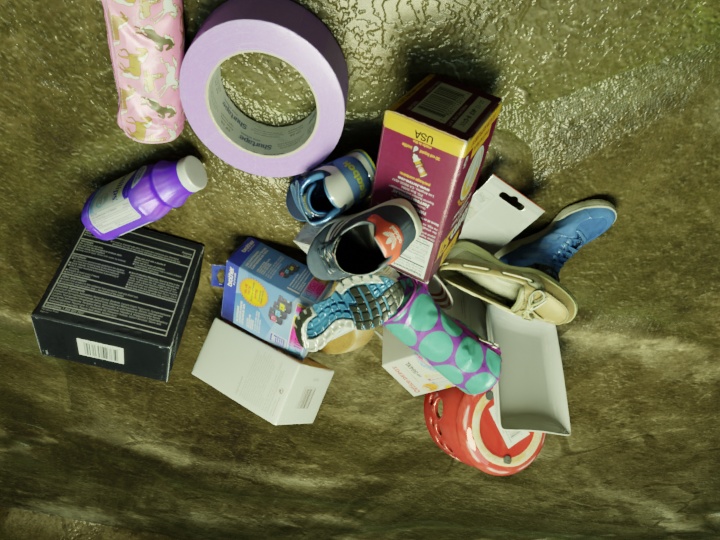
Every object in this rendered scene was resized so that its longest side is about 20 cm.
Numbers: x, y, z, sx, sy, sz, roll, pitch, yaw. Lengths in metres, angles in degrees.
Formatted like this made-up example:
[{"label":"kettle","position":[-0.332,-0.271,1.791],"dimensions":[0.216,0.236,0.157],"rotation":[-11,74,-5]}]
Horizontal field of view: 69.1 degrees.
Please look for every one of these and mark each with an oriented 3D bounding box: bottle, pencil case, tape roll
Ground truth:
[{"label":"bottle","position":[-0.310,-0.108,0.752],"dimensions":[0.195,0.085,0.066],"rotation":[-17,134,23]},{"label":"pencil case","position":[-0.245,-0.244,0.598],"dimensions":[0.084,0.084,0.203],"rotation":[10,139,-6]},{"label":"tape roll","position":[-0.113,-0.214,0.632],"dimensions":[0.193,0.067,0.203],"rotation":[3,137,3]},{"label":"pencil case","position":[0.118,0.093,0.763],"dimensions":[0.198,0.086,0.092],"rotation":[38,111,-19]}]

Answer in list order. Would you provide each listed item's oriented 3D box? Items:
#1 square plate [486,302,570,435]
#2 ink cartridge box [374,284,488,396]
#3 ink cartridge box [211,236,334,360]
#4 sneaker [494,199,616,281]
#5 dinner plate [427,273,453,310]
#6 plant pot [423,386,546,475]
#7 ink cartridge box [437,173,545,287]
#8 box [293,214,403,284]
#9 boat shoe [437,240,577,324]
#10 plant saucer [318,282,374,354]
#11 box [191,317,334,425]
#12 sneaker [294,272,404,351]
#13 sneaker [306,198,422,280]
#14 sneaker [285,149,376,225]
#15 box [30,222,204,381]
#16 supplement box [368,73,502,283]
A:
[{"label":"square plate","position":[0.283,0.172,0.896],"dimensions":[0.194,0.206,0.028],"rotation":[16,154,-35]},{"label":"ink cartridge box","position":[0.130,0.129,0.941],"dimensions":[0.196,0.128,0.129],"rotation":[-22,132,26]},{"label":"ink cartridge box","position":[-0.154,0.041,0.870],"dimensions":[0.196,0.077,0.139],"rotation":[27,132,9]},{"label":"sneaker","position":[0.292,-0.016,0.776],"dimensions":[0.197,0.113,0.076],"rotation":[-28,130,31]},{"label":"dinner plate","position":[0.063,-0.007,0.804],"dimensions":[0.198,0.024,0.201],"rotation":[37,167,9]},{"label":"plant pot","position":[0.234,0.274,0.988],"dimensions":[0.194,0.207,0.182],"rotation":[12,176,-9]},{"label":"ink cartridge box","position":[0.162,-0.066,0.781],"dimensions":[0.107,0.051,0.200],"rotation":[27,133,-21]},{"label":"box","position":[0.000,0.000,0.811],"dimensions":[0.200,0.061,0.116],"rotation":[46,164,-31]},{"label":"boat shoe","position":[0.205,0.027,0.737],"dimensions":[0.197,0.063,0.074],"rotation":[30,135,13]},{"label":"plant saucer","position":[-0.071,0.088,0.945],"dimensions":[0.194,0.036,0.204],"rotation":[12,133,13]},{"label":"box","position":[-0.173,0.183,0.945],"dimensions":[0.196,0.109,0.152],"rotation":[23,175,23]},{"label":"sneaker","position":[-0.008,0.049,0.745],"dimensions":[0.197,0.086,0.077],"rotation":[-26,87,39]},{"label":"sneaker","position":[-0.018,-0.023,0.632],"dimensions":[0.198,0.084,0.076],"rotation":[-27,103,48]},{"label":"sneaker","position":[-0.059,-0.102,0.699],"dimensions":[0.198,0.082,0.075],"rotation":[-14,112,56]},{"label":"box","position":[-0.373,0.044,0.838],"dimensions":[0.195,0.203,0.124],"rotation":[16,140,-13]},{"label":"supplement box","position":[0.084,-0.111,0.644],"dimensions":[0.101,0.131,0.203],"rotation":[25,135,16]}]
